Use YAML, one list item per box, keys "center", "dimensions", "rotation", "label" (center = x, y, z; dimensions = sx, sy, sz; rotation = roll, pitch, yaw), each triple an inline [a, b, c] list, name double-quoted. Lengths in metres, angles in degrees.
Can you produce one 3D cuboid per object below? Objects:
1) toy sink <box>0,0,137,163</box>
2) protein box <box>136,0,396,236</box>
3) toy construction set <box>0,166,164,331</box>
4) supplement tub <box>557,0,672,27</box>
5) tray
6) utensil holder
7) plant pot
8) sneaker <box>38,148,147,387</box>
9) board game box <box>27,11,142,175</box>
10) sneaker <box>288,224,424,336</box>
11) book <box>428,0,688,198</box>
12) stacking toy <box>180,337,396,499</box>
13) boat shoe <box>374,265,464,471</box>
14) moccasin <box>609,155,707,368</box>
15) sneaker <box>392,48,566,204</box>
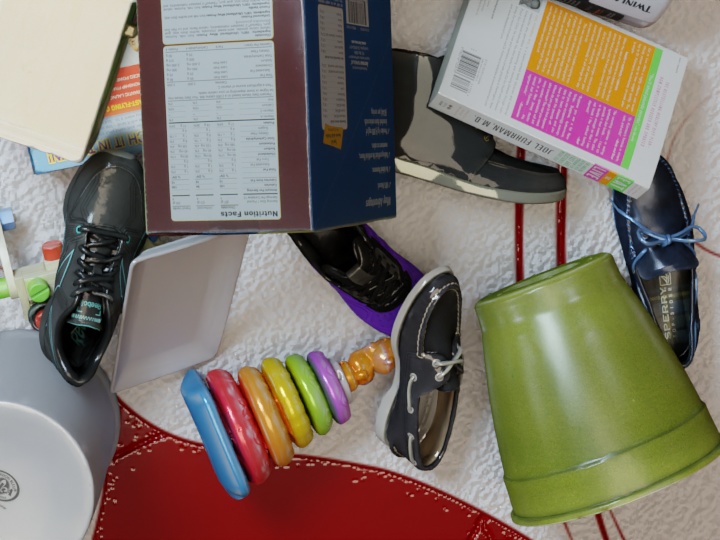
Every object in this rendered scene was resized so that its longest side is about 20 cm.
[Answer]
- center: [-0.229, -0.200, 1.212]
  dimensions: [0.111, 0.130, 0.201]
  rotation: [18, 99, -8]
  label: "toy sink"
- center: [-0.066, -0.133, 1.185]
  dimensions: [0.134, 0.198, 0.201]
  rotation: [0, 95, 19]
  label: "protein box"
- center: [-0.248, -0.025, 1.323]
  dimensions: [0.199, 0.092, 0.132]
  rotation: [-7, 117, 1]
  label: "toy construction set"
- center: [0.170, -0.288, 1.290]
  dimensions: [0.199, 0.123, 0.123]
  rotation: [16, 100, -8]
  label: "supplement tub"
- center: [-0.158, 0.029, 1.305]
  dimensions: [0.107, 0.200, 0.022]
  rotation: [-19, 61, -27]
  label: "tray"
- center: [-0.293, 0.154, 1.302]
  dimensions: [0.169, 0.200, 0.171]
  rotation: [-1, 101, -5]
  label: "utensil holder"
- center: [0.191, 0.094, 1.349]
  dimensions: [0.199, 0.200, 0.194]
  rotation: [-22, 91, 0]
  label: "plant pot"
- center: [-0.211, 0.001, 1.256]
  dimensions: [0.075, 0.079, 0.201]
  rotation: [9, 111, -18]
  label: "sneaker"
- center: [-0.202, -0.200, 1.309]
  dimensions: [0.199, 0.056, 0.197]
  rotation: [-12, 103, -2]
  label: "board game box"
- center: [-0.001, 0.000, 1.344]
  dimensions: [0.070, 0.100, 0.200]
  rotation: [-45, 105, 5]
  label: "sneaker"
- center: [0.170, -0.160, 1.322]
  dimensions: [0.199, 0.048, 0.134]
  rotation: [24, 65, -9]
  label: "book"
- center: [-0.049, 0.110, 1.371]
  dimensions: [0.199, 0.116, 0.110]
  rotation: [-24, 102, -9]
  label: "stacking toy"
- center: [0.062, 0.089, 1.352]
  dimensions: [0.074, 0.060, 0.201]
  rotation: [-16, 133, -39]
  label: "boat shoe"
- center: [0.279, -0.009, 1.385]
  dimensions: [0.080, 0.068, 0.201]
  rotation: [-17, 103, -1]
  label: "moccasin"
- center: [0.094, -0.125, 1.341]
  dimensions: [0.199, 0.075, 0.107]
  rotation: [14, 100, -7]
  label: "sneaker"
